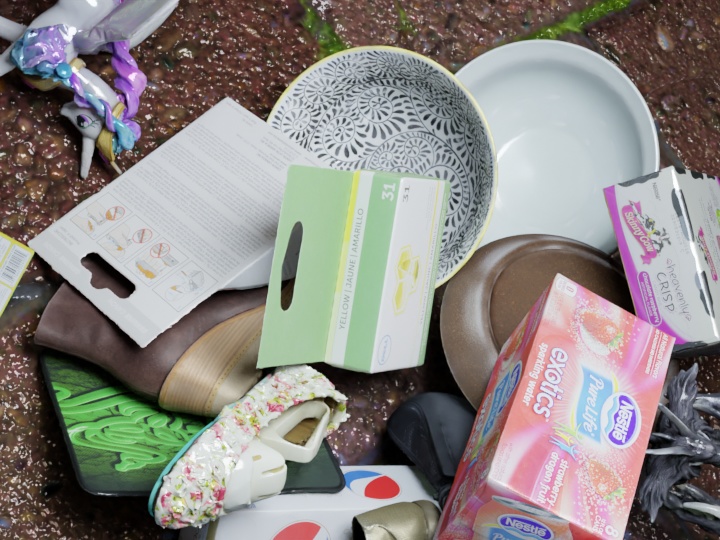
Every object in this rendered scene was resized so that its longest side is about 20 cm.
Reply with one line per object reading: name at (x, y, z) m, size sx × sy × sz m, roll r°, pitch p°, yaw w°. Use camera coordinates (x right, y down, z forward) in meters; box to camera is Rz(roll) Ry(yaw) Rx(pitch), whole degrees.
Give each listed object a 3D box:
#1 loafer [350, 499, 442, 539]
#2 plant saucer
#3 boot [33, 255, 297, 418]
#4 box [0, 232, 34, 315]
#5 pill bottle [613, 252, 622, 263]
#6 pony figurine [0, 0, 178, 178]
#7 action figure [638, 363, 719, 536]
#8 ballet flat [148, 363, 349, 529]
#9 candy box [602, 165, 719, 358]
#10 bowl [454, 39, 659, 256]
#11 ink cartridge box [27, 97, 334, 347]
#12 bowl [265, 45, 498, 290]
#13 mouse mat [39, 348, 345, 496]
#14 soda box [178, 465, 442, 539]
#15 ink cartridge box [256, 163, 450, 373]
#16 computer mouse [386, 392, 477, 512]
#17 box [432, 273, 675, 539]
loafer at (0.006, 0.255, 1.244) m, size 0.067 × 0.076 × 0.200 m, roll 12°, pitch 87°, yaw -17°
plant saucer at (0.159, 0.051, 1.352) m, size 0.200 × 0.032 × 0.200 m, roll 10°, pitch 55°, yaw -15°
boot at (-0.129, 0.017, 1.319) m, size 0.166 × 0.072 × 0.200 m, roll 22°, pitch 43°, yaw 8°
box at (-0.345, -0.010, 1.245) m, size 0.200 × 0.048 × 0.117 m, roll 31°, pitch 55°, yaw -13°
pill bottle at (0.193, 0.064, 1.444) m, size 0.111 × 0.111 × 0.200 m, roll 46°, pitch 54°, yaw 0°
pony figurine at (-0.212, -0.196, 1.363) m, size 0.200 × 0.167 × 0.193 m, roll 40°, pitch 86°, yaw -8°
action figure at (0.259, 0.138, 1.295) m, size 0.102 × 0.200 × 0.119 m, roll 9°, pitch 79°, yaw 19°
ballet flat at (-0.067, 0.119, 1.209) m, size 0.064 × 0.076 × 0.200 m, roll 22°, pitch 33°, yaw 18°
candy box at (0.263, -0.003, 1.384) m, size 0.200 × 0.061 × 0.137 m, roll 4°, pitch 70°, yaw -63°
bowl at (0.151, -0.085, 1.488) m, size 0.201 × 0.090 × 0.202 m, roll -2°, pitch 82°, yaw 11°
ink cartridge box at (-0.122, -0.029, 1.324) m, size 0.200 × 0.050 × 0.161 m, roll -40°, pitch 50°, yaw -17°
bowl at (0.026, -0.074, 1.415) m, size 0.201 × 0.201 × 0.094 m, roll 59°, pitch 19°, yaw 10°
mouse mat at (-0.121, 0.107, 1.278) m, size 0.200 × 0.008 × 0.161 m, roll 2°, pitch 35°, yaw -26°
soda box at (-0.026, 0.185, 1.283) m, size 0.200 × 0.068 × 0.064 m, roll 3°, pitch 23°, yaw -26°
ink cartridge box at (0.000, 0.000, 1.270) m, size 0.200 × 0.048 × 0.146 m, roll -2°, pitch 102°, yaw -68°
computer mouse at (0.089, 0.137, 1.316) m, size 0.138 × 0.200 × 0.053 m, roll 18°, pitch 102°, yaw -28°
box at (0.135, 0.115, 1.210) m, size 0.103 × 0.095 × 0.200 m, roll 29°, pitch 46°, yaw -3°
